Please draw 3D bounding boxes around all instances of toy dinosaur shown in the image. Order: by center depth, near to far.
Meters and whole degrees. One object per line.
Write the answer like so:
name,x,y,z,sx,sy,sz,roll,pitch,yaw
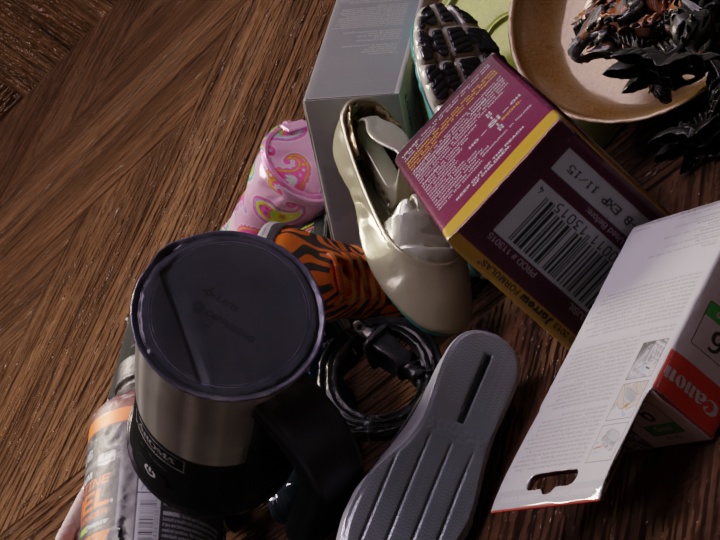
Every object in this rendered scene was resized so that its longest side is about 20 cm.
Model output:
toy dinosaur,0.214,-0.152,1.329,0.200,0.102,0.136,-26,31,51

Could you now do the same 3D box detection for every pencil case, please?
pencil case,-0.070,-0.049,1.788,0.087,0.087,0.200,-63,4,-33

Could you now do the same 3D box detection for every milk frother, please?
milk frother,-0.041,0.055,1.355,0.200,0.180,0.188,-54,-10,-27

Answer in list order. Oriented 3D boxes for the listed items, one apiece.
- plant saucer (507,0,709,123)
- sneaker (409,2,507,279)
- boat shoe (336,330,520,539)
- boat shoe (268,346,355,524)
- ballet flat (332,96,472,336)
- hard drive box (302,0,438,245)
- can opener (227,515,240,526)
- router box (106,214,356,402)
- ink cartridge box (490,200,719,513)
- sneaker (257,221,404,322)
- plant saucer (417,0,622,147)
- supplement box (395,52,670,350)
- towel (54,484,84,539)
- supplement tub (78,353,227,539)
plant saucer,0.196,-0.183,1.436,0.200,0.035,0.200,-15,60,27
sneaker,0.066,-0.090,1.485,0.080,0.077,0.200,-27,72,52
boat shoe,0.043,0.128,1.294,0.200,0.072,0.062,-58,-7,-31
boat shoe,-0.049,0.106,1.510,0.069,0.084,0.200,-34,19,13
ballet flat,0.029,-0.044,1.449,0.069,0.069,0.200,-45,48,21
hard drive box,0.020,-0.121,1.662,0.077,0.156,0.200,-3,36,13
can opener,-0.138,0.156,1.671,0.079,0.063,0.200,-66,17,7
router box,-0.098,0.051,1.685,0.200,0.062,0.150,-27,24,14
ink cartridge box,0.157,0.057,1.152,0.109,0.050,0.200,-18,38,60
sneaker,0.000,0.000,1.489,0.112,0.078,0.200,-4,1,18
plant saucer,0.117,-0.157,1.531,0.200,0.031,0.200,-13,68,35
supplement box,0.114,-0.042,1.324,0.103,0.131,0.200,-48,18,7
towel,-0.235,0.263,1.611,0.191,0.032,0.200,-72,4,-68
supplement tub,-0.148,0.160,1.529,0.107,0.107,0.200,-35,43,42
